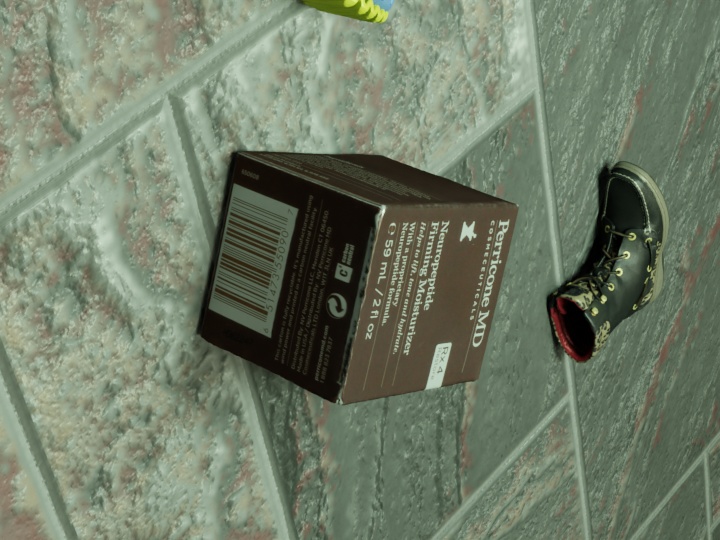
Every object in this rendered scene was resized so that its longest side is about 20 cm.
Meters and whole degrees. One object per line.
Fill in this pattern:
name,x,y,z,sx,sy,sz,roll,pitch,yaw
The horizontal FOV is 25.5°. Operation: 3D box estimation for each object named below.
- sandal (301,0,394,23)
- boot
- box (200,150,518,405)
sandal,-0.031,-0.257,1.250,0.199,0.079,0.088,27,81,-55
boot,0.275,-0.006,1.776,0.150,0.073,0.201,-42,142,-32
box,0.000,0.000,1.339,0.199,0.163,0.168,-4,110,-51
